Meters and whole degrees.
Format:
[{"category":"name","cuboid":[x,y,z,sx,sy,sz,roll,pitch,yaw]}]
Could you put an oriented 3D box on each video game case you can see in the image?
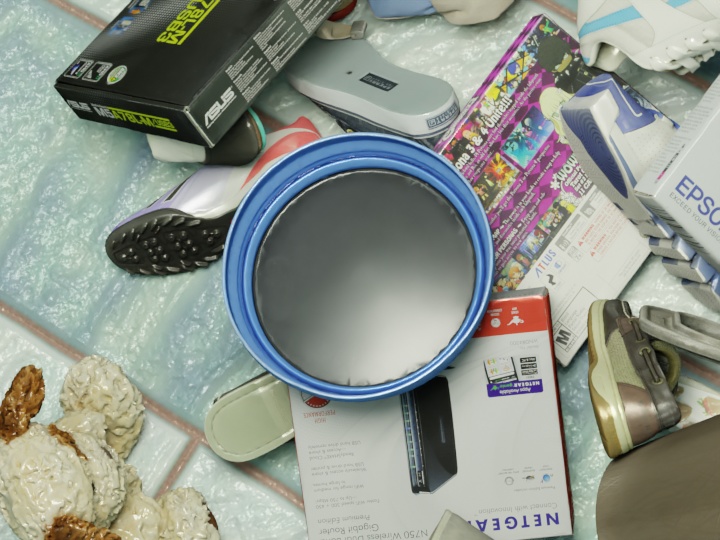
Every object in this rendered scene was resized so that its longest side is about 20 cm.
[{"category":"video game case","cuboid":[0.143,-0.060,1.626,0.181,0.036,0.200,38,86,-11]}]

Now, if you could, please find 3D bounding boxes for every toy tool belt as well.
[{"category":"toy tool belt","cuboid":[0.032,-0.268,1.710,0.199,0.123,0.125,-5,41,20]}]

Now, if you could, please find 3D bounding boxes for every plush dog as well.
[{"category":"plush dog","cuboid":[-0.222,0.168,1.629,0.160,0.172,0.200,-35,69,3]}]

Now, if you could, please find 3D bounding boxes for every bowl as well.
[{"category":"bowl","cuboid":[0.000,0.000,1.556,0.199,0.039,0.202,-3,72,10]}]

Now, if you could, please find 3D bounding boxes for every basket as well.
[{"category":"basket","cuboid":[0.268,0.162,1.425,0.199,0.136,0.181,-16,89,39]}]

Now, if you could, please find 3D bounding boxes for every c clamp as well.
[{"category":"c clamp","cuboid":[0.274,0.055,1.504,0.170,0.200,0.027,22,98,12]}]

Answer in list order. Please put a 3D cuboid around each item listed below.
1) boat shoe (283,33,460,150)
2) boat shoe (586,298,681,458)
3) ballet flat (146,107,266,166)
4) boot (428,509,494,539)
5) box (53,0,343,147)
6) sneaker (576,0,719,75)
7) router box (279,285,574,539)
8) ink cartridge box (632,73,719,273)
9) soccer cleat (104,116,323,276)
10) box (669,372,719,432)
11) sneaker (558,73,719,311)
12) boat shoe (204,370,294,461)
[{"category":"boat shoe","cuboid":[0.011,-0.119,1.711,0.071,0.091,0.200,-33,38,-22]},{"category":"boat shoe","cuboid":[0.197,0.074,1.530,0.064,0.200,0.074,-10,113,9]},{"category":"ballet flat","cuboid":[-0.148,-0.120,1.717,0.068,0.068,0.200,-25,29,-22]},{"category":"boot","cuboid":[0.141,0.234,1.550,0.200,0.073,0.182,34,85,12]},{"category":"box","cuboid":[-0.118,-0.189,1.678,0.200,0.048,0.193,-49,33,-19]},{"category":"sneaker","cuboid":[0.241,-0.181,1.542,0.199,0.076,0.081,5,92,47]},{"category":"router box","cuboid":[0.052,0.113,1.594,0.199,0.049,0.181,-7,96,8]},{"category":"ink cartridge box","cuboid":[0.327,-0.073,1.560,0.196,0.043,0.200,39,87,-21]},{"category":"soccer cleat","cuboid":[-0.115,-0.059,1.735,0.199,0.068,0.073,-24,42,14]},{"category":"box","cuboid":[0.287,0.126,1.576,0.199,0.041,0.039,28,82,22]},{"category":"sneaker","cuboid":[0.243,-0.080,1.594,0.115,0.081,0.200,-43,109,-10]},{"category":"boat shoe","cuboid":[-0.023,0.088,1.657,0.200,0.061,0.072,-20,94,9]}]
